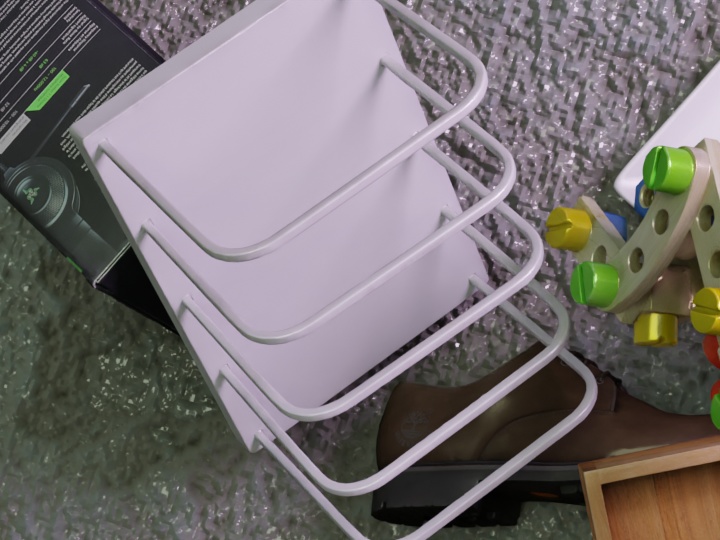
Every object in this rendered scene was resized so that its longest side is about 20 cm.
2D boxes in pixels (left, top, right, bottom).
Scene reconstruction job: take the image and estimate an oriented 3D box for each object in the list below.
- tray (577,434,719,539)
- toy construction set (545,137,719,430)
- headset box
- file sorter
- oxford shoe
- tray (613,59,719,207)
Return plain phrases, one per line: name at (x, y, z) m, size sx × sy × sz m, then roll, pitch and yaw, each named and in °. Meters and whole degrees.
tray at (0.159, 0.170, 0.920) m, size 0.099 × 0.037 × 0.200 m, roll -11°, pitch 91°, yaw 1°
toy construction set at (0.147, 0.034, 0.851) m, size 0.131 × 0.092 × 0.200 m, roll -44°, pitch 60°, yaw 47°
headset box at (-0.116, -0.058, 1.034) m, size 0.200 × 0.174 × 0.093 m, roll 42°, pitch 91°, yaw 21°
file sorter at (0.000, 0.000, 0.915) m, size 0.139 × 0.200 × 0.125 m, roll -35°, pitch 44°, yaw -12°
oxford shoe at (0.101, 0.067, 0.988) m, size 0.200 × 0.073 × 0.084 m, roll -3°, pitch 71°, yaw 16°
tray at (0.221, -0.015, 0.996) m, size 0.200 × 0.022 × 0.107 m, roll 42°, pitch 91°, yaw 22°
